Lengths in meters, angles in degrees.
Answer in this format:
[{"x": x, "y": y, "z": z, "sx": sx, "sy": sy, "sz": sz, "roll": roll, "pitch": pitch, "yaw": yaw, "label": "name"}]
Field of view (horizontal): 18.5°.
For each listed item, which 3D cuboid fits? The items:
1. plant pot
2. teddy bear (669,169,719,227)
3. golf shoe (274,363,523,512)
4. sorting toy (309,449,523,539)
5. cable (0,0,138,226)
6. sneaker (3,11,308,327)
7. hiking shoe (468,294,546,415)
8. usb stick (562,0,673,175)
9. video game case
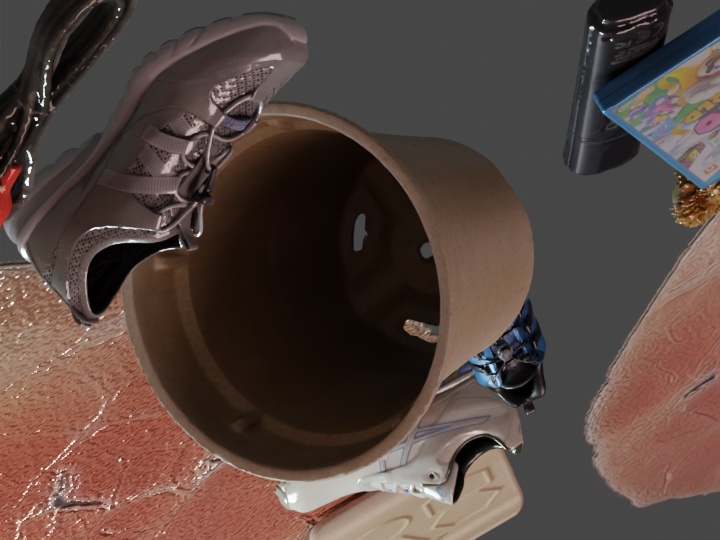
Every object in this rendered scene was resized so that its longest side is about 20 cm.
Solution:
[{"x": 0.000, "y": 0.000, "z": 1.224, "sx": 0.200, "sy": 0.201, "sz": 0.183, "roll": -42, "pitch": 168, "yaw": 27, "label": "plant pot"}, {"x": 0.300, "y": -0.093, "z": 1.551, "sx": 0.200, "sy": 0.067, "sz": 0.145, "roll": -39, "pitch": 160, "yaw": 22, "label": "teddy bear"}, {"x": 0.031, "y": 0.145, "z": 1.687, "sx": 0.200, "sy": 0.097, "sz": 0.078, "roll": -32, "pitch": 161, "yaw": 8, "label": "golf shoe"}, {"x": 0.051, "y": 0.215, "z": 1.962, "sx": 0.185, "sy": 0.037, "sz": 0.200, "roll": -30, "pitch": 155, "yaw": -1, "label": "sorting toy"}, {"x": -0.157, "y": -0.061, "z": 1.035, "sx": 0.200, "sy": 0.050, "sz": 0.097, "roll": -39, "pitch": 158, "yaw": 24, "label": "cable"}, {"x": -0.090, "y": -0.050, "z": 1.104, "sx": 0.200, "sy": 0.082, "sz": 0.075, "roll": -42, "pitch": 156, "yaw": 28, "label": "sneaker"}, {"x": 0.099, "y": 0.035, "z": 1.541, "sx": 0.074, "sy": 0.087, "sz": 0.200, "roll": -32, "pitch": 159, "yaw": 3, "label": "hiking shoe"}, {"x": 0.157, "y": -0.116, "z": 1.358, "sx": 0.055, "sy": 0.033, "sz": 0.200, "roll": -20, "pitch": 158, "yaw": -8, "label": "usb stick"}, {"x": 0.240, "y": -0.117, "z": 1.377, "sx": 0.143, "sy": 0.018, "sz": 0.200, "roll": -34, "pitch": 156, "yaw": 16, "label": "video game case"}]
